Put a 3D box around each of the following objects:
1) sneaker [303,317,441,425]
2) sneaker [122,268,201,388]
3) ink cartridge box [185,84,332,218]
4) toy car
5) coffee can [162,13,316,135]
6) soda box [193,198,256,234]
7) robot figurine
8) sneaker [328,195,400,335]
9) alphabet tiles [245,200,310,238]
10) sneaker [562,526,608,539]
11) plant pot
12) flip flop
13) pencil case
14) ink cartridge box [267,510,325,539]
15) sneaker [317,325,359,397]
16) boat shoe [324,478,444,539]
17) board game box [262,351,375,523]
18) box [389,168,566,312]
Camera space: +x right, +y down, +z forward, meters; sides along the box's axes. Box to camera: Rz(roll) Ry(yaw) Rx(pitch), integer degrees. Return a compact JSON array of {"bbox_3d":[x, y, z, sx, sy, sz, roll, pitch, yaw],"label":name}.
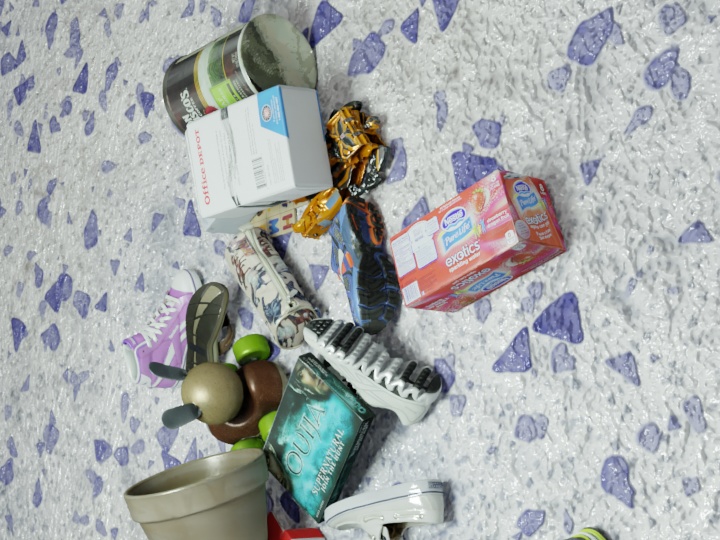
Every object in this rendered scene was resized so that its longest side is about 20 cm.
[{"bbox_3d":[0.006,0.134,1.616,0.200,0.075,0.081,31,126,13],"label":"sneaker"},{"bbox_3d":[-0.323,0.092,1.992,0.073,0.114,0.201,12,92,49],"label":"sneaker"},{"bbox_3d":[-0.147,-0.165,1.752,0.200,0.084,0.145,-14,83,41],"label":"ink cartridge box"},{"bbox_3d":[-0.219,0.190,1.799,0.158,0.200,0.165,-45,54,34],"label":"toy car"},{"bbox_3d":[-0.185,-0.288,1.870,0.200,0.146,0.147,-16,73,45],"label":"coffee can"},{"bbox_3d":[-0.170,-0.141,1.881,0.200,0.068,0.064,-45,56,34],"label":"soda box"},{"bbox_3d":[-0.039,-0.146,1.755,0.200,0.058,0.145,-51,54,30],"label":"robot figurine"},{"bbox_3d":[0.000,0.000,1.695,0.078,0.075,0.200,-41,48,47],"label":"sneaker"},{"bbox_3d":[-0.147,-0.129,1.909,0.200,0.006,0.167,-16,72,45],"label":"alphabet tiles"},{"bbox_3d":[0.206,0.377,1.398,0.074,0.081,0.200,41,114,43],"label":"sneaker"},{"bbox_3d":[-0.206,0.357,1.688,0.200,0.200,0.174,-14,92,45],"label":"plant pot"},{"bbox_3d":[-0.232,0.109,1.939,0.081,0.057,0.200,26,119,41],"label":"flip flop"},{"bbox_3d":[-0.132,0.020,1.817,0.200,0.078,0.090,55,145,37],"label":"pencil case"},{"bbox_3d":[-0.079,0.441,1.710,0.200,0.067,0.116,49,119,39],"label":"ink cartridge box"},{"bbox_3d":[-0.022,0.172,1.692,0.080,0.074,0.200,31,115,41],"label":"sneaker"},{"bbox_3d":[0.031,0.326,1.610,0.200,0.071,0.070,-22,66,37],"label":"boat shoe"},{"bbox_3d":[-0.063,0.228,1.667,0.135,0.028,0.200,41,127,28],"label":"board game box"},{"bbox_3d":[0.141,-0.032,1.516,0.200,0.095,0.100,-33,62,40],"label":"box"}]
